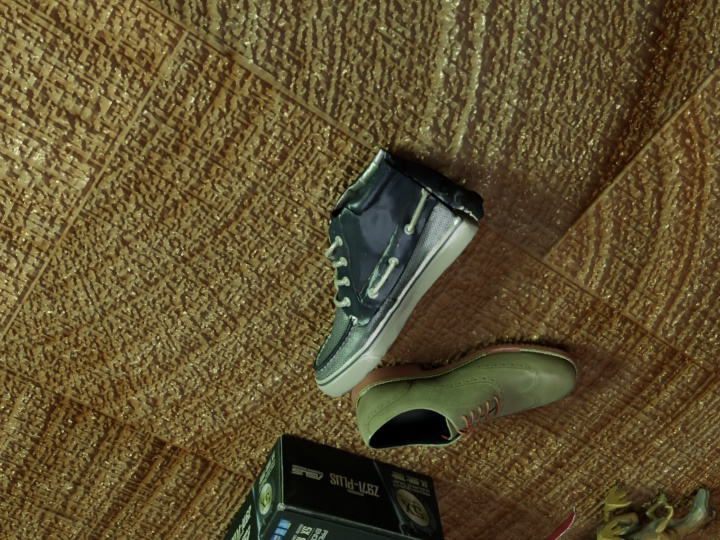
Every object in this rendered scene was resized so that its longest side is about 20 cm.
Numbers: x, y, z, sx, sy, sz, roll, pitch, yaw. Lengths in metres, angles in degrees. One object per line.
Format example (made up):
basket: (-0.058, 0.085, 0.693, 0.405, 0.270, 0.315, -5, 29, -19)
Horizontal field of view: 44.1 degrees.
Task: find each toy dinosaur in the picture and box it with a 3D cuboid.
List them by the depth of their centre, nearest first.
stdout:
toy dinosaur: (0.261, 0.275, 0.882, 0.199, 0.061, 0.106, -31, 122, 14)

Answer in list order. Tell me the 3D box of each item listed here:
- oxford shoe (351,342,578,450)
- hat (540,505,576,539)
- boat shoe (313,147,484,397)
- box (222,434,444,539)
oxford shoe: (0.093, 0.116, 0.754, 0.197, 0.075, 0.071, -13, 123, 2)
hat: (0.114, 0.322, 0.920, 0.197, 0.178, 0.166, 9, 160, 22)
boat shoe: (0.000, 0.000, 0.680, 0.092, 0.075, 0.201, 31, 107, -16)
box: (-0.040, 0.272, 0.836, 0.162, 0.087, 0.201, 20, 119, -18)
